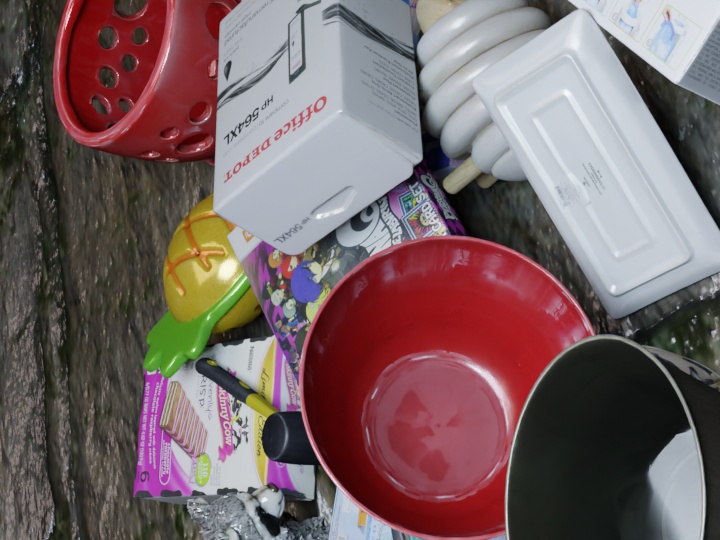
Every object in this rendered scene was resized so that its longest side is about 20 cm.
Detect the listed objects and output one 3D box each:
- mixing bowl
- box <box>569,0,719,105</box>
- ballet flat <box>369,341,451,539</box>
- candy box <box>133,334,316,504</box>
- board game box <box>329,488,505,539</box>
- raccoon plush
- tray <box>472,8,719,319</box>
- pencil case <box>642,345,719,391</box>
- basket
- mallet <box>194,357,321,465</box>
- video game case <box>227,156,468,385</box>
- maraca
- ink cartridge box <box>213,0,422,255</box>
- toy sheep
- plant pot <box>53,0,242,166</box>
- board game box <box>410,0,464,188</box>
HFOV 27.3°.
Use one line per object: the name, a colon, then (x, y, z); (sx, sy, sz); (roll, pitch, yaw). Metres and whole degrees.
mixing bowl: (0.056, 0.089, 0.986); (0.109, 0.197, 0.203); (100, 167, -69)
box: (0.214, -0.201, 1.013); (0.102, 0.112, 0.200); (-58, 43, 18)
ballet flat: (0.040, 0.150, 1.057); (0.073, 0.073, 0.203); (-29, 64, 40)
candy box: (-0.121, 0.138, 1.331); (0.199, 0.061, 0.138); (-11, 70, 46)
board game box: (0.061, 0.169, 1.120); (0.198, 0.041, 0.203); (3, 81, 49)
raccoon plush: (-0.091, 0.270, 1.201); (0.096, 0.133, 0.203); (7, 84, 47)
tray: (0.161, -0.067, 1.015); (0.107, 0.022, 0.201); (-29, 94, 38)
pencil case: (0.175, 0.145, 0.982); (0.089, 0.078, 0.202); (24, 97, 17)
basket: (0.198, 0.142, 0.864); (0.135, 0.199, 0.183); (-13, 70, 44)
mallet: (-0.076, 0.111, 1.224); (0.200, 0.065, 0.042); (31, 108, 60)
video game case: (0.000, 0.000, 1.139); (0.181, 0.036, 0.201); (-41, 63, 27)
maraca: (-0.129, 0.008, 1.323); (0.201, 0.107, 0.137); (-58, 22, -13)
ink cartridge box: (-0.035, -0.136, 1.110); (0.145, 0.084, 0.202); (-35, 42, 34)
toy sheep: (0.103, -0.132, 1.109); (0.138, 0.137, 0.201); (-38, 79, 35)
plant pot: (-0.161, -0.192, 1.377); (0.199, 0.181, 0.203); (-17, 66, 44)
board game box: (0.017, -0.154, 1.273); (0.199, 0.041, 0.202); (-18, 66, 44)
